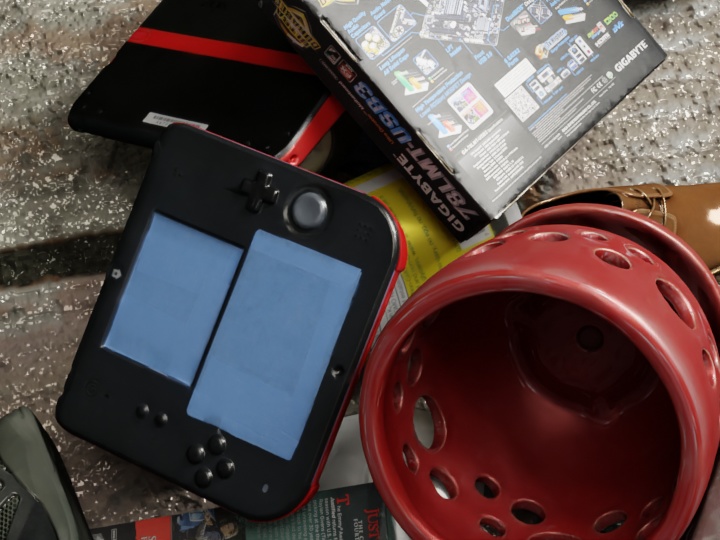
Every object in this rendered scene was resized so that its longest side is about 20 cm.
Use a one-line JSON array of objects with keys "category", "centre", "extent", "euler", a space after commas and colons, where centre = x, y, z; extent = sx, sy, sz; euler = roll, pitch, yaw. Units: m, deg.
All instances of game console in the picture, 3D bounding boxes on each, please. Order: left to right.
[{"category": "game console", "centre": [-0.078, 0.031, 1.080], "extent": [0.176, 0.031, 0.201], "euler": [22, 91, 18]}, {"category": "game console", "centre": [-0.077, -0.138, 1.204], "extent": [0.199, 0.031, 0.177], "euler": [14, 57, 37]}]

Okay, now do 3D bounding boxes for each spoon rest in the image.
[{"category": "spoon rest", "centre": [-0.018, 0.123, 1.149], "extent": [0.199, 0.061, 0.100], "euler": [17, 78, -7]}]

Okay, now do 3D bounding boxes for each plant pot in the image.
[{"category": "plant pot", "centre": [0.117, 0.065, 1.068], "extent": [0.199, 0.201, 0.183], "euler": [24, 25, 9]}]

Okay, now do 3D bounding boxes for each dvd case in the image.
[{"category": "dvd case", "centre": [-0.073, 0.210, 1.084], "extent": [0.199, 0.022, 0.147], "euler": [-12, 62, 12]}]

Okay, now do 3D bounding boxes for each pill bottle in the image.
[{"category": "pill bottle", "centre": [0.000, 0.000, 1.179], "extent": [0.199, 0.114, 0.115], "euler": [-25, 66, -15]}]

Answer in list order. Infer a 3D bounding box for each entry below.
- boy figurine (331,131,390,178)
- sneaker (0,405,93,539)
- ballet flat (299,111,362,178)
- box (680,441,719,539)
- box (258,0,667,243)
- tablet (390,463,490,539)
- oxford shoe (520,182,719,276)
[{"category": "boy figurine", "centre": [-0.047, -0.106, 1.261], "extent": [0.199, 0.065, 0.125], "euler": [4, 66, -4]}, {"category": "sneaker", "centre": [-0.213, 0.184, 1.083], "extent": [0.114, 0.076, 0.200], "euler": [-28, 56, -3]}, {"category": "ballet flat", "centre": [-0.070, -0.058, 1.193], "extent": [0.200, 0.068, 0.068], "euler": [-42, 96, 5]}, {"category": "box", "centre": [0.261, 0.188, 1.065], "extent": [0.163, 0.166, 0.201], "euler": [23, 63, 8]}, {"category": "box", "centre": [0.069, -0.153, 1.152], "extent": [0.199, 0.050, 0.200], "euler": [48, 59, -1]}, {"category": "tablet", "centre": [-0.002, 0.218, 1.090], "extent": [0.200, 0.014, 0.130], "euler": [-37, 72, -4]}, {"category": "oxford shoe", "centre": [0.194, -0.030, 1.231], "extent": [0.199, 0.071, 0.072], "euler": [-11, 62, -11]}]
